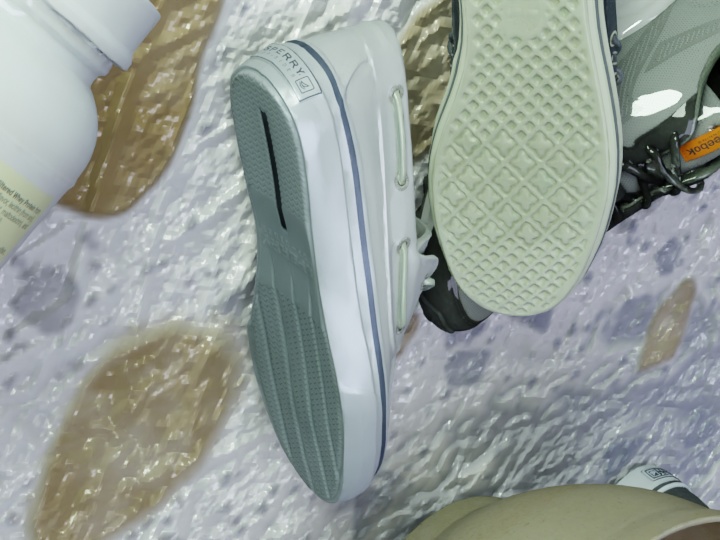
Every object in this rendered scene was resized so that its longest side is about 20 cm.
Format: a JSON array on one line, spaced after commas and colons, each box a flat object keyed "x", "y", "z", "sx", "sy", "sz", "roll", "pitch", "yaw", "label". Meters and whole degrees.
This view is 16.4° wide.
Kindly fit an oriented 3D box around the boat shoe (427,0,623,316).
[{"x": 0.064, "y": -0.079, "z": 0.928, "sx": 0.062, "sy": 0.074, "sz": 0.202, "roll": -57, "pitch": 148, "yaw": -62, "label": "boat shoe"}]

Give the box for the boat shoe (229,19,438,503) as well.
[{"x": 0.000, "y": 0.000, "z": 0.940, "sx": 0.066, "sy": 0.074, "sz": 0.201, "roll": -25, "pitch": 134, "yaw": -25, "label": "boat shoe"}]

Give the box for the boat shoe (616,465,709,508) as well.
[{"x": 0.119, "y": 0.196, "z": 1.208, "sx": 0.073, "sy": 0.068, "sz": 0.200, "roll": 16, "pitch": 108, "yaw": -48, "label": "boat shoe"}]

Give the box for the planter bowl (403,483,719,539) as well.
[{"x": 0.082, "y": 0.178, "z": 1.093, "sx": 0.199, "sy": 0.134, "sz": 0.202, "roll": -19, "pitch": 119, "yaw": -37, "label": "planter bowl"}]

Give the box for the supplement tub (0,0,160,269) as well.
[{"x": -0.165, "y": -0.036, "z": 0.701, "sx": 0.200, "sy": 0.145, "sz": 0.145, "roll": -50, "pitch": 141, "yaw": -1, "label": "supplement tub"}]

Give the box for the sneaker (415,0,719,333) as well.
[{"x": 0.099, "y": -0.050, "z": 0.992, "sx": 0.200, "sy": 0.079, "sz": 0.074, "roll": -45, "pitch": 142, "yaw": -4, "label": "sneaker"}]
